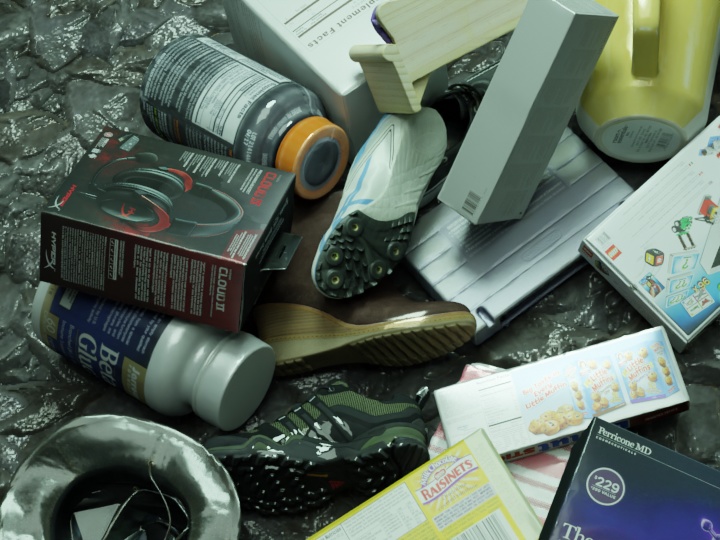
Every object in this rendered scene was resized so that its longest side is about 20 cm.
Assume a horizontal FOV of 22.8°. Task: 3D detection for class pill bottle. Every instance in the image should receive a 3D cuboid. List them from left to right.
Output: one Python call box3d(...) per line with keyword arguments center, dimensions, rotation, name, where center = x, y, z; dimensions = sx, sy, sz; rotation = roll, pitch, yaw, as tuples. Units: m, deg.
box3d(center=(-0.176, 0.057, 1.540), dimensions=(0.199, 0.111, 0.111), rotation=(27, 67, 23), name="pill bottle")
box3d(center=(-0.102, -0.134, 1.629), dimensions=(0.200, 0.106, 0.106), rotation=(31, 68, 35), name="pill bottle")

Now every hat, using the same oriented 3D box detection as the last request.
box3d(center=(-0.193, 0.217, 1.468), dimensions=(0.199, 0.081, 0.202), rotation=(-1, 66, 3), name="hat")

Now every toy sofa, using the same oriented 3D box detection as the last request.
box3d(center=(0.091, -0.220, 1.555), dimensions=(0.199, 0.098, 0.083), rotation=(-29, 16, -16), name="toy sofa")

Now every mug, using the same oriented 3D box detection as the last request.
box3d(center=(0.242, -0.190, 1.589), dimensions=(0.149, 0.186, 0.154), rotation=(-14, 59, 37), name="mug")

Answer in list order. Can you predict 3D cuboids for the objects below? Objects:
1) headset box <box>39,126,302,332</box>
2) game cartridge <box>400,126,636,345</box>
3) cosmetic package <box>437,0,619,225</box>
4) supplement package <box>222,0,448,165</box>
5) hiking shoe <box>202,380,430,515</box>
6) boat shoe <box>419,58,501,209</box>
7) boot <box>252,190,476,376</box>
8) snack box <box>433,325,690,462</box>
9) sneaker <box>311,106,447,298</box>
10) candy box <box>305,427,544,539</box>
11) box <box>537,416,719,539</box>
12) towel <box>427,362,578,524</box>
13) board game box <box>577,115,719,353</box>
box3d(center=(-0.151, -0.035, 1.510), dimensions=(0.199, 0.075, 0.149), rotation=(15, 36, 8), name="headset box")
box3d(center=(0.141, -0.036, 1.593), dimensions=(0.200, 0.038, 0.130), rotation=(-35, 56, -12), name="game cartridge")
box3d(center=(0.141, -0.139, 1.521), dimensions=(0.051, 0.082, 0.201), rotation=(36, 113, 28), name="cosmetic package")
box3d(center=(-0.024, -0.217, 1.675), dimensions=(0.120, 0.121, 0.200), rotation=(-36, 61, -14), name="supplement package")
box3d(center=(-0.037, 0.143, 1.500), dimensions=(0.199, 0.076, 0.101), rotation=(-4, 38, 10), name="hiking shoe")
box3d(center=(0.086, -0.137, 1.642), dimensions=(0.200, 0.066, 0.070), rotation=(-40, 61, -15), name="boat shoe")
box3d(center=(0.000, 0.000, 1.561), dimensions=(0.199, 0.072, 0.167), rotation=(-9, 62, 14), name="boot")
box3d(center=(0.165, 0.107, 1.470), dimensions=(0.199, 0.024, 0.072), rotation=(-16, 61, 1), name="snack box")
box3d(center=(0.011, -0.056, 1.545), dimensions=(0.072, 0.072, 0.201), rotation=(-13, 42, 54), name="sneaker")
box3d(center=(0.040, 0.222, 1.425), dimensions=(0.199, 0.026, 0.103), rotation=(-32, 71, 1), name="candy box")
box3d(center=(0.239, 0.221, 1.366), dimensions=(0.199, 0.079, 0.142), rotation=(23, 62, 3), name="box")
box3d(center=(0.120, 0.181, 1.470), dimensions=(0.146, 0.030, 0.201), rotation=(17, 66, 19), name="towel")
box3d(center=(0.302, -0.040, 1.549), dimensions=(0.200, 0.035, 0.126), rotation=(-40, 77, -15), name="board game box")
